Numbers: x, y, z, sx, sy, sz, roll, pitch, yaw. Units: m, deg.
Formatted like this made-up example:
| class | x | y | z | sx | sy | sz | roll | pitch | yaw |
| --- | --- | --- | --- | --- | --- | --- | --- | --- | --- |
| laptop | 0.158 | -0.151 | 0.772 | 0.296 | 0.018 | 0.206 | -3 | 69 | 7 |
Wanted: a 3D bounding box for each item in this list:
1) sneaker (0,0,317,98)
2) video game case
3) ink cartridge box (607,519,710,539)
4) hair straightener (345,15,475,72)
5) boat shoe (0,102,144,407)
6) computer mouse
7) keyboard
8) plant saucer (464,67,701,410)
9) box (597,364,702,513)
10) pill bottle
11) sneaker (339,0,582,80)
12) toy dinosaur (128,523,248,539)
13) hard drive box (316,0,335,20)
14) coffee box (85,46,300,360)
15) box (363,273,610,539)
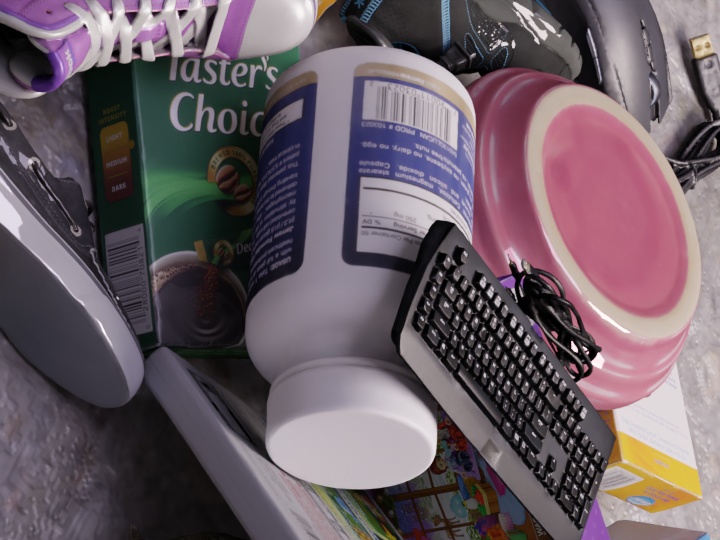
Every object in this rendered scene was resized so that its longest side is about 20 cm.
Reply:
| class | x | y | z | sx | sy | sz | roll | pitch | yaw |
| --- | --- | --- | --- | --- | --- | --- | --- | --- | --- |
| sneaker | -0.116 | -0.114 | 1.121 | 0.199 | 0.073 | 0.115 | 7 | 40 | -12 |
| video game case | -0.010 | 0.137 | 1.150 | 0.022 | 0.200 | 0.182 | -46 | 135 | 5 |
| ink cartridge box | 0.154 | 0.257 | 1.334 | 0.115 | 0.066 | 0.202 | -24 | 110 | -45 |
| hair straightener | 0.048 | -0.086 | 1.325 | 0.077 | 0.041 | 0.200 | -50 | 136 | -1 |
| boat shoe | -0.161 | -0.027 | 1.133 | 0.200 | 0.070 | 0.066 | 51 | 51 | -13 |
| computer mouse | 0.189 | -0.141 | 1.513 | 0.140 | 0.046 | 0.201 | -32 | 102 | -43 |
| keyboard | 0.085 | 0.047 | 1.142 | 0.200 | 0.039 | 0.105 | 51 | 48 | -45 |
| plant saucer | 0.125 | -0.024 | 1.311 | 0.200 | 0.051 | 0.202 | 26 | 52 | -38 |
| box | 0.145 | 0.034 | 1.393 | 0.119 | 0.041 | 0.201 | 28 | 47 | -56 |
| pill bottle | 0.000 | 0.000 | 1.164 | 0.111 | 0.111 | 0.201 | 30 | 50 | -35 |
| sneaker | 0.059 | -0.145 | 1.381 | 0.200 | 0.082 | 0.073 | 28 | 17 | -52 |
| toy dinosaur | -0.064 | 0.155 | 1.132 | 0.101 | 0.200 | 0.077 | 8 | 57 | -4 |
| hard drive box | -0.079 | -0.216 | 1.153 | 0.199 | 0.156 | 0.077 | 17 | 51 | -23 |
| coffee box | -0.081 | -0.055 | 1.229 | 0.122 | 0.044 | 0.202 | 4 | 77 | -43 |
| box | 0.056 | 0.112 | 1.256 | 0.039 | 0.136 | 0.201 | -23 | 96 | -46 |
